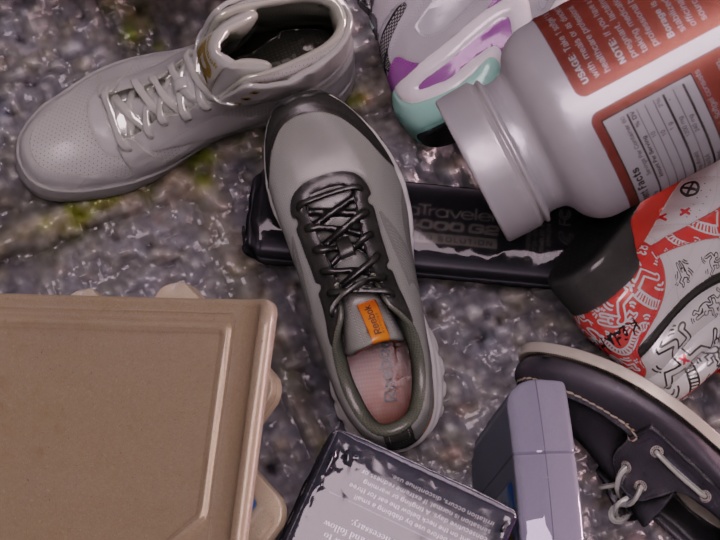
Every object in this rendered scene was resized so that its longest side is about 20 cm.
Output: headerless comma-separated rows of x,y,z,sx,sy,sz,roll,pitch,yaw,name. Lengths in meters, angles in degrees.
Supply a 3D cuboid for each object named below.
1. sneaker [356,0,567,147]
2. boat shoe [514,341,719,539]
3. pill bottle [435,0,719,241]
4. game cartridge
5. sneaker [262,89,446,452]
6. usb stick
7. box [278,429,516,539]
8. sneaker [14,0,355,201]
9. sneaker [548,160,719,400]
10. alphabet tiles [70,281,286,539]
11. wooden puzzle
0.093,-0.168,1.559,0.199,0.078,0.141,-22,77,-9,sneaker
0.160,0.111,1.486,0.199,0.073,0.063,34,72,2,boat shoe
0.146,-0.098,1.464,0.199,0.112,0.113,-27,77,3,pill bottle
0.088,0.164,1.434,0.040,0.133,0.201,0,73,-11,game cartridge
0.000,0.000,1.479,0.074,0.079,0.201,-18,92,1,sneaker
0.034,-0.022,1.537,0.199,0.033,0.056,5,70,-1,usb stick
-0.015,0.200,1.410,0.104,0.148,0.201,24,75,0,box
-0.097,-0.103,1.512,0.199,0.116,0.074,-21,78,-7,sneaker
0.191,-0.016,1.532,0.108,0.067,0.201,51,57,-15,sneaker
-0.122,0.110,1.441,0.196,0.015,0.200,43,103,35,alphabet tiles
-0.132,0.105,1.392,0.199,0.037,0.186,0,75,29,wooden puzzle
